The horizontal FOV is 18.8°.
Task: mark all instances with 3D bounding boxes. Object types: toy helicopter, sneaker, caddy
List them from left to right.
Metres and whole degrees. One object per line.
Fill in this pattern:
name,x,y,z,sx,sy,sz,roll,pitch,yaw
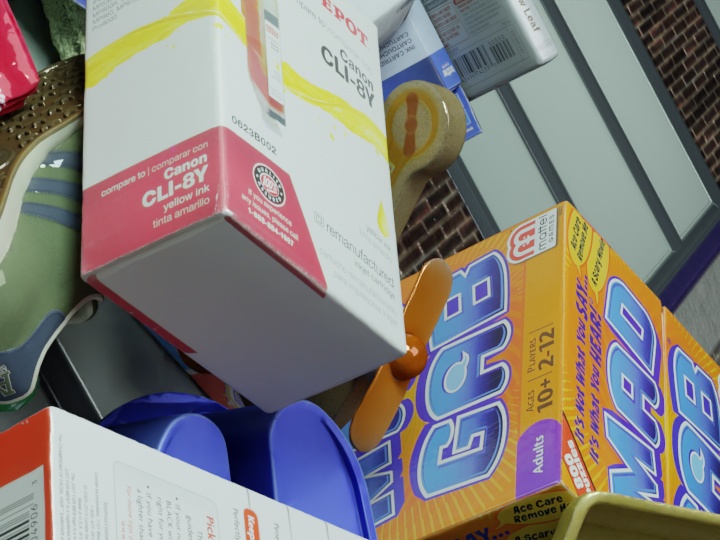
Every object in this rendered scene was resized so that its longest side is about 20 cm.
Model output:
sneaker,-0.148,-0.017,0.997,0.201,0.067,0.090,-67,142,-55
caddy,-0.069,0.153,1.044,0.141,0.105,0.202,-4,78,-38
toy helicopter,0.000,0.000,1.091,0.079,0.201,0.132,8,27,-47

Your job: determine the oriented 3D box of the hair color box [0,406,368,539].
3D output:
hair color box,-0.069,0.142,0.862,0.199,0.064,0.112,28,44,-42

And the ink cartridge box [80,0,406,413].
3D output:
ink cartridge box,-0.055,-0.060,1.013,0.145,0.083,0.201,38,37,-44

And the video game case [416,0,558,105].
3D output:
video game case,0.018,-0.182,1.359,0.022,0.200,0.183,-31,95,-35

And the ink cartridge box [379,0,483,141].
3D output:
ink cartridge box,-0.021,-0.145,1.335,0.201,0.119,0.042,61,22,-7

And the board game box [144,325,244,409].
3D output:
board game box,-0.073,-0.026,1.240,0.153,0.040,0.201,50,32,-24

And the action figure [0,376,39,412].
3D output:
action figure,-0.201,-0.027,1.017,0.118,0.054,0.201,-22,87,-63

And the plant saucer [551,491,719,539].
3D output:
plant saucer,0.143,0.205,1.083,0.199,0.201,0.048,14,13,-31

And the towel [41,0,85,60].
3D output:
towel,-0.094,-0.101,1.192,0.147,0.037,0.201,7,47,-32

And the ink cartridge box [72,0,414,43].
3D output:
ink cartridge box,-0.082,-0.175,1.217,0.199,0.041,0.200,32,30,6

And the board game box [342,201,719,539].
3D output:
board game box,0.088,0.128,1.217,0.200,0.199,0.201,44,35,-33

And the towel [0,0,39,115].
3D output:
towel,-0.243,-0.107,0.941,0.199,0.022,0.146,-29,104,-36
